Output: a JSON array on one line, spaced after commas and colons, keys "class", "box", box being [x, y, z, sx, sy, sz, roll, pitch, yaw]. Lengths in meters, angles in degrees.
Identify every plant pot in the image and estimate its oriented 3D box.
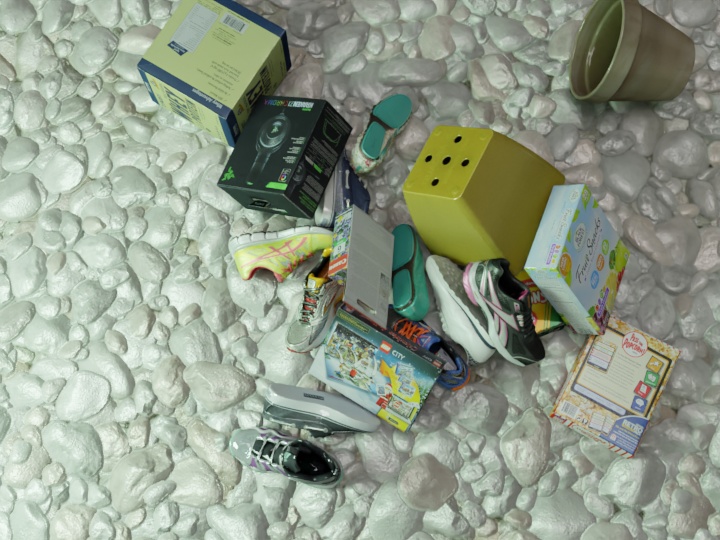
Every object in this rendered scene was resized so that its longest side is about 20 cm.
[{"class": "plant pot", "box": [0.189, -0.134, 1.647, 0.199, 0.176, 0.202, 14, 70, 46]}, {"class": "plant pot", "box": [0.497, -0.384, 1.767, 0.171, 0.200, 0.203, 12, 74, -12]}]

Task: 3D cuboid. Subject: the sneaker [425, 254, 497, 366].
[{"class": "sneaker", "box": [0.161, 0.065, 1.670, 0.076, 0.081, 0.201, -9, 61, -49]}]

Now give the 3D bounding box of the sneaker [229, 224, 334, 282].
[{"class": "sneaker", "box": [-0.127, -0.026, 1.726, 0.197, 0.078, 0.092, -9, 82, 4]}]

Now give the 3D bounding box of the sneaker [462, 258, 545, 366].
[{"class": "sneaker", "box": [0.247, 0.067, 1.596, 0.201, 0.086, 0.080, 53, 48, -13]}]

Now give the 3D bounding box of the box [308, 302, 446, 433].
[{"class": "box", "box": [0.027, 0.162, 1.646, 0.199, 0.038, 0.138, 31, 113, 9]}]

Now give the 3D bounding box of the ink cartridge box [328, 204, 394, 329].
[{"class": "ink cartridge box", "box": [0.000, 0.000, 1.657, 0.050, 0.109, 0.202, -26, 43, 36]}]

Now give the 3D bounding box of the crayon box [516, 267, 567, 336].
[{"class": "crayon box", "box": [0.262, 0.025, 1.712, 0.125, 0.051, 0.202, -20, 74, -4]}]

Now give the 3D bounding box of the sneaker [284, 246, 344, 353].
[{"class": "sneaker", "box": [-0.079, 0.047, 1.686, 0.077, 0.082, 0.202, 15, 71, 32]}]

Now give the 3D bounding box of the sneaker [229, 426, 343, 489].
[{"class": "sneaker", "box": [-0.123, 0.295, 1.593, 0.197, 0.140, 0.079, 13, 75, 4]}]

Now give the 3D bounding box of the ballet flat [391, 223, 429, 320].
[{"class": "ballet flat", "box": [0.085, 0.009, 1.705, 0.067, 0.070, 0.202, -27, 41, 24]}]

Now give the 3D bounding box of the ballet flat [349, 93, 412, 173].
[{"class": "ballet flat", "box": [0.030, -0.248, 1.777, 0.075, 0.064, 0.201, 38, 50, -4]}]

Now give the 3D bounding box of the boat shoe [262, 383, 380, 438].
[{"class": "boat shoe", "box": [-0.067, 0.248, 1.648, 0.197, 0.072, 0.069, 14, 108, -9]}]

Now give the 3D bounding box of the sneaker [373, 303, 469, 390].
[{"class": "sneaker", "box": [0.107, 0.121, 1.672, 0.199, 0.079, 0.076, 35, 77, 10]}]

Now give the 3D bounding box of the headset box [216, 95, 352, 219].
[{"class": "headset box", "box": [-0.136, -0.194, 1.719, 0.173, 0.093, 0.202, 12, 72, 40]}]

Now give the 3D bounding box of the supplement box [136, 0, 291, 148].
[{"class": "supplement box", "box": [-0.262, -0.372, 1.788, 0.199, 0.134, 0.201, 30, 76, 9]}]

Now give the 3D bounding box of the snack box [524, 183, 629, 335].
[{"class": "snack box", "box": [0.364, -0.016, 1.636, 0.067, 0.200, 0.170, 0, 56, 42]}]

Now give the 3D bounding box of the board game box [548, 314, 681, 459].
[{"class": "board game box", "box": [0.431, 0.192, 1.664, 0.150, 0.046, 0.201, 28, 76, 9]}]

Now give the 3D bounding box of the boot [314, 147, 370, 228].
[{"class": "boot", "box": [-0.029, -0.163, 1.770, 0.089, 0.073, 0.203, 11, 69, -19]}]
